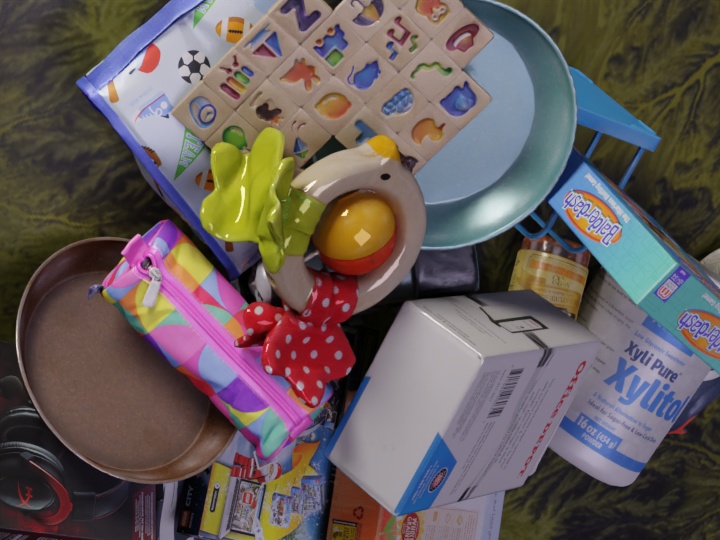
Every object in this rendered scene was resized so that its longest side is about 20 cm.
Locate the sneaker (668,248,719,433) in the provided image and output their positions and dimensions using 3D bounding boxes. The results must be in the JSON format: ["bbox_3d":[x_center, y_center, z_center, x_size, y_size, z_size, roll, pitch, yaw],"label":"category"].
[{"bbox_3d":[0.319,0.064,1.919,0.084,0.075,0.200,25,106,-43],"label":"sneaker"}]

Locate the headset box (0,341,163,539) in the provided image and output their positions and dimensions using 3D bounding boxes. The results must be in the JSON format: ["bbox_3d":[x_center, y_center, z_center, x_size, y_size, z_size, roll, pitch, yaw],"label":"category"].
[{"bbox_3d":[-0.240,0.141,1.606,0.199,0.075,0.150,13,64,-32],"label":"headset box"}]

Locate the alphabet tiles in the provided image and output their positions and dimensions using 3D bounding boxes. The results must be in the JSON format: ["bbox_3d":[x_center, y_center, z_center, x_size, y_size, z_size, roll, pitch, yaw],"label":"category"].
[{"bbox_3d":[-0.008,-0.130,1.500,0.200,0.008,0.167,-44,114,12],"label":"alphabet tiles"}]

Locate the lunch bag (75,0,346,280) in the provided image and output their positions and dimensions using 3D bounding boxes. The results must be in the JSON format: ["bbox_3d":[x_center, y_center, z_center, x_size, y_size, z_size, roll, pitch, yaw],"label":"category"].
[{"bbox_3d":[-0.099,-0.127,1.564,0.170,0.124,0.200,-41,134,-4],"label":"lunch bag"}]

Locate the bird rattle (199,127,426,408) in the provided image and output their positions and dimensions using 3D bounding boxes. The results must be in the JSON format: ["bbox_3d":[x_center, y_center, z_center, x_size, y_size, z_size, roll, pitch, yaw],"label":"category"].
[{"bbox_3d":[-0.021,-0.010,1.502,0.162,0.113,0.201,-29,121,-13],"label":"bird rattle"}]

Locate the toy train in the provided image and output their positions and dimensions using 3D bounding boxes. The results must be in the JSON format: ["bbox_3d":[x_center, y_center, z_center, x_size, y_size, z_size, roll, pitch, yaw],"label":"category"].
[{"bbox_3d":[0.000,0.000,1.649,0.199,0.114,0.086,-6,86,-14],"label":"toy train"}]

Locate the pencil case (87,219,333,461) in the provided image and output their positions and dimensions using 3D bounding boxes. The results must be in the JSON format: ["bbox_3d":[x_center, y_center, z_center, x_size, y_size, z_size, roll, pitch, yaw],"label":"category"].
[{"bbox_3d":[-0.111,0.052,1.595,0.088,0.088,0.200,-45,99,0],"label":"pencil case"}]

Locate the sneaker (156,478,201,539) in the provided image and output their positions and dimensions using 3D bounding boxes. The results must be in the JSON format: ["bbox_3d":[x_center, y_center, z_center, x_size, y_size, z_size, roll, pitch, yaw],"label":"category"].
[{"bbox_3d":[-0.123,0.192,1.745,0.145,0.077,0.204,-12,111,-33],"label":"sneaker"}]

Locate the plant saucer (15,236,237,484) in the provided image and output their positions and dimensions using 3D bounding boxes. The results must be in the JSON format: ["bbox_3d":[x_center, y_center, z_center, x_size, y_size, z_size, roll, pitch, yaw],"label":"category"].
[{"bbox_3d":[-0.180,0.072,1.609,0.199,0.201,0.034,13,151,-32],"label":"plant saucer"}]

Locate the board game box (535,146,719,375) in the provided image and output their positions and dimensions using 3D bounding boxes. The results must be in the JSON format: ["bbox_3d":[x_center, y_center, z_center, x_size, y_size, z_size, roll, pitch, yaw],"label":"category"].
[{"bbox_3d":[0.216,-0.008,1.578,0.045,0.200,0.152,-46,128,9],"label":"board game box"}]

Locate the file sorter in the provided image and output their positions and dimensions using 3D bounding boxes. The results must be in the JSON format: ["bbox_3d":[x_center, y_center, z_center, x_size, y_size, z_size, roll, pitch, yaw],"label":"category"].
[{"bbox_3d":[0.106,-0.110,1.673,0.199,0.139,0.123,16,110,-33],"label":"file sorter"}]

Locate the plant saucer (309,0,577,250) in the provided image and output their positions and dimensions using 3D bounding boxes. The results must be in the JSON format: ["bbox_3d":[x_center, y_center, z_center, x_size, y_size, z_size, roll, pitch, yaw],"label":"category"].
[{"bbox_3d":[0.059,-0.112,1.543,0.199,0.036,0.201,-4,117,-7],"label":"plant saucer"}]

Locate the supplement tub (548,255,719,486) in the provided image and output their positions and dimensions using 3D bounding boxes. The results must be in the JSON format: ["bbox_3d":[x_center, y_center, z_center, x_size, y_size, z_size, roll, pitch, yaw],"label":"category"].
[{"bbox_3d":[0.236,0.075,1.838,0.132,0.132,0.201,27,101,-35],"label":"supplement tub"}]

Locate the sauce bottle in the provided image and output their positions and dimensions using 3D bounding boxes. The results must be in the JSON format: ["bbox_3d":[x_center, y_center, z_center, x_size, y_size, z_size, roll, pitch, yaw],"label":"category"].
[{"bbox_3d":[0.145,0.071,1.787,0.066,0.066,0.201,18,81,-33],"label":"sauce bottle"}]

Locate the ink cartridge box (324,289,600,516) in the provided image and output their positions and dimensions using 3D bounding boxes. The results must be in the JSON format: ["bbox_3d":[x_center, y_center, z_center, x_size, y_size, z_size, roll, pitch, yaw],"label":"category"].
[{"bbox_3d":[0.083,0.099,1.631,0.200,0.084,0.147,-3,125,-58],"label":"ink cartridge box"}]

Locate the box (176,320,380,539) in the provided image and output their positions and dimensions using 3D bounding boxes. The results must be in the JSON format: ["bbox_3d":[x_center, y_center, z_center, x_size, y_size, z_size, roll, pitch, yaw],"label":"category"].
[{"bbox_3d":[-0.065,0.129,1.710,0.136,0.038,0.201,18,78,-34],"label":"box"}]

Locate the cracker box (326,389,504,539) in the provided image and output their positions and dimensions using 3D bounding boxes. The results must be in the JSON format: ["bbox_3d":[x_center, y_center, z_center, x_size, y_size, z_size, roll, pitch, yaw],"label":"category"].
[{"bbox_3d":[0.053,0.178,1.768,0.200,0.057,0.135,17,80,-56],"label":"cracker box"}]
